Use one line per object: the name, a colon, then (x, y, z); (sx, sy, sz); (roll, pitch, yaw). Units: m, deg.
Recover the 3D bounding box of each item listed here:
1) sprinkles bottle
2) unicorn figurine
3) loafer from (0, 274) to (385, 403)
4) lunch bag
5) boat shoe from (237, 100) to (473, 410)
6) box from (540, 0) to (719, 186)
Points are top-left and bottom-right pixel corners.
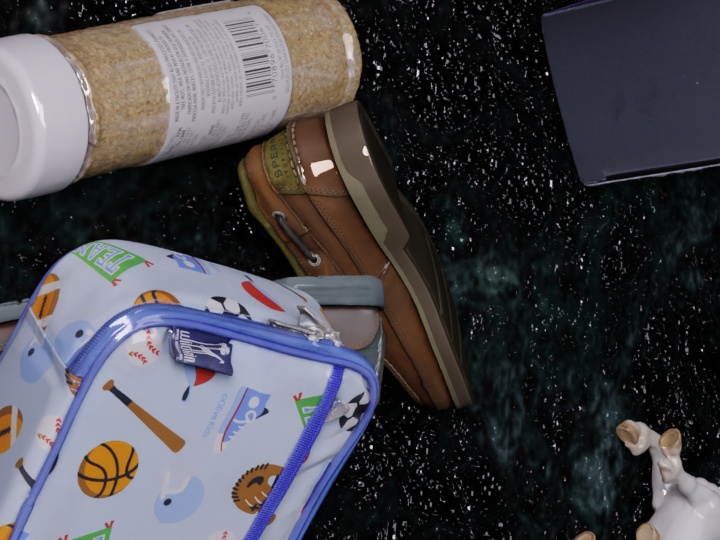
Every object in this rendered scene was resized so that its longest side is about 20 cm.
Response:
sprinkles bottle: (-0.088, -0.083, 0.928); (0.199, 0.068, 0.069); (-18, 97, -44)
unicorn figurine: (0.187, 0.152, 1.177); (0.200, 0.074, 0.138); (-50, 129, -20)
loafer: (-0.075, 0.039, 0.900); (0.199, 0.072, 0.063); (-4, 83, -28)
lunch bag: (-0.084, 0.087, 0.846); (0.160, 0.076, 0.201); (18, 109, -39)
boat shoe: (0.000, 0.000, 1.009); (0.072, 0.068, 0.201); (-99, 167, -49)
box: (0.227, -0.129, 1.187); (0.199, 0.147, 0.105); (-23, 101, -44)
